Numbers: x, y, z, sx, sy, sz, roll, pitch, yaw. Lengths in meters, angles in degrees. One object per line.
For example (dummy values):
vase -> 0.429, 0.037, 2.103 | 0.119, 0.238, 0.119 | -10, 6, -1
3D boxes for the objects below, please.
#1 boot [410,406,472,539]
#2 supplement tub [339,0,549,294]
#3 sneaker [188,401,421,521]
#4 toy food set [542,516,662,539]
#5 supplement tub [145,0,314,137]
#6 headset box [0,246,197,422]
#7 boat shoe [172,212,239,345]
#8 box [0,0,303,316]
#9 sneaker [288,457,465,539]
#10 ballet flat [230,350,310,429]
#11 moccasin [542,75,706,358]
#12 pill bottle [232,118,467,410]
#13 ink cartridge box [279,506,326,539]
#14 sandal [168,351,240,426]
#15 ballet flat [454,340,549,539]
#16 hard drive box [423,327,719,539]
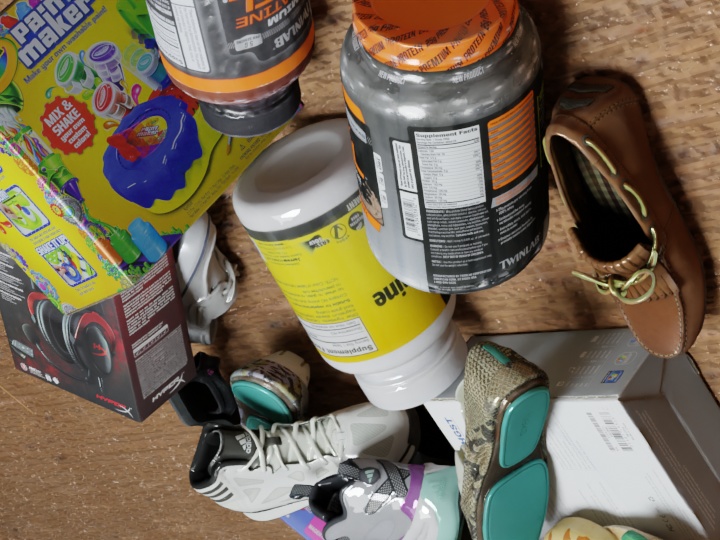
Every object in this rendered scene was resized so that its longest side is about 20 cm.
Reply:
boot -> 0.076, 0.203, 1.461 | 0.200, 0.078, 0.138 | 35, 144, 7
supplement tub -> 0.053, -0.092, 1.067 | 0.122, 0.123, 0.200 | 23, 144, 27
sneaker -> -0.055, 0.151, 1.400 | 0.200, 0.076, 0.115 | -25, 152, 29
toy food set -> 0.208, 0.267, 1.211 | 0.198, 0.049, 0.201 | 7, 118, 64
supplement tub -> -0.087, -0.183, 1.123 | 0.107, 0.107, 0.200 | 22, 145, 28
headset box -> -0.222, 0.003, 1.384 | 0.148, 0.075, 0.201 | 19, 132, 31
boat shoe -> -0.133, 0.007, 1.456 | 0.065, 0.074, 0.200 | 11, 156, -8
box -> -0.186, -0.112, 1.226 | 0.193, 0.200, 0.122 | 49, 148, -14
sneaker -> 0.011, 0.198, 1.378 | 0.139, 0.078, 0.200 | 11, 145, 6
ballet flat -> -0.073, 0.106, 1.494 | 0.072, 0.072, 0.200 | 34, 160, 11
moccasin -> 0.163, -0.021, 1.077 | 0.073, 0.078, 0.202 | 13, 139, 37
pill bottle -> 0.000, 0.000, 1.249 | 0.112, 0.113, 0.200 | 4, 134, 45
ink cartridge box -> -0.026, 0.231, 1.549 | 0.119, 0.042, 0.200 | 33, 170, 40
sandal -> -0.132, 0.104, 1.538 | 0.076, 0.048, 0.200 | 65, -172, 20
ballet flat -> 0.095, 0.124, 1.213 | 0.075, 0.068, 0.201 | 45, 151, 38
hard drive box -> 0.166, 0.124, 1.258 | 0.200, 0.077, 0.156 | -5, 126, 50
